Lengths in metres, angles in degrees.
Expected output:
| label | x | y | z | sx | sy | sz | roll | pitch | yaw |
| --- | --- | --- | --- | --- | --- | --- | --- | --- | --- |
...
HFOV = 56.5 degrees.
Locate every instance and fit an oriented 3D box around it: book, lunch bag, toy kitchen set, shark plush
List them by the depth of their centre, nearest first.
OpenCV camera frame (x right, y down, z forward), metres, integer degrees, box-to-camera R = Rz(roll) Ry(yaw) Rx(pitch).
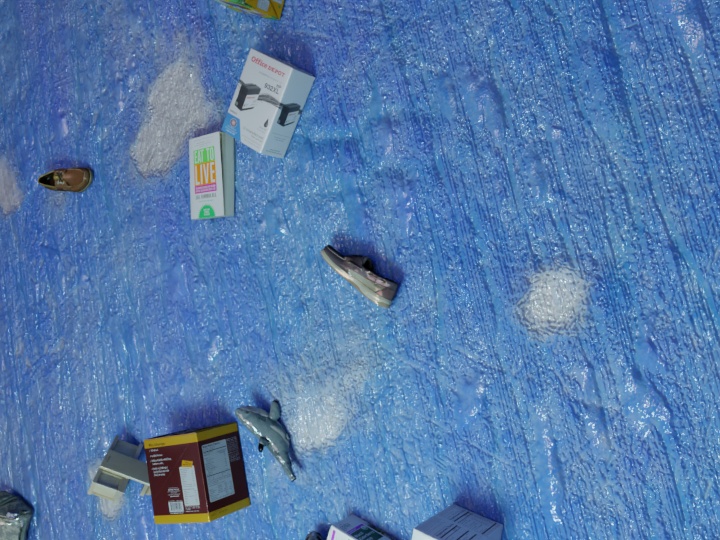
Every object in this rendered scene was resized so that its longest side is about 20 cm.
| label | x | y | z | sx | sy | sz | roll | pitch | yaw |
| --- | --- | --- | --- | --- | --- | --- | --- | --- | --- |
| shark plush | -0.210 | 0.391 | 1.508 | 0.091 | 0.083 | 0.201 | -36 | 70 | 28 |
| book | -0.369 | -0.230 | 1.652 | 0.133 | 0.048 | 0.201 | -2 | 90 | 38 |
| toy kitchen set | -0.614 | 0.577 | 1.744 | 0.163 | 0.200 | 0.181 | 24 | 107 | -11 |
| lunch bag | -1.114 | 0.813 | 2.094 | 0.167 | 0.139 | 0.201 | 17 | 100 | 17 |

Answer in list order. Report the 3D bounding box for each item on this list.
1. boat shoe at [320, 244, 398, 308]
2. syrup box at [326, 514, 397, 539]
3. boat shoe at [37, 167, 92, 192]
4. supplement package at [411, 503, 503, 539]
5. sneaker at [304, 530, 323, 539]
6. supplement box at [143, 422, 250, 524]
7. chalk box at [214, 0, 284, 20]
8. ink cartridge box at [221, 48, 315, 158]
| label | x | y | z | sx | sy | sz | roll | pitch | yaw |
| --- | --- | --- | --- | --- | --- | --- | --- | --- | --- |
| boat shoe | 0.000 | 0.000 | 1.383 | 0.200 | 0.072 | 0.065 | 39 | 99 | 31 |
| syrup box | 0.030 | 0.579 | 1.346 | 0.199 | 0.079 | 0.082 | 20 | 101 | 33 |
| boat shoe | -0.873 | -0.265 | 1.975 | 0.199 | 0.068 | 0.072 | -7 | 84 | 33 |
| supplement package | 0.162 | 0.556 | 1.210 | 0.111 | 0.155 | 0.201 | 12 | 97 | 34 |
| sneaker | -0.091 | 0.653 | 1.436 | 0.078 | 0.077 | 0.201 | -1 | 107 | -1 |
| supplement box | -0.393 | 0.483 | 1.602 | 0.197 | 0.133 | 0.201 | -16 | 81 | 33 |
| chalk box | -0.278 | -0.669 | 1.543 | 0.199 | 0.124 | 0.125 | 24 | 102 | 32 |
| ink cartridge box | -0.211 | -0.378 | 1.518 | 0.145 | 0.084 | 0.201 | 33 | 107 | 30 |
